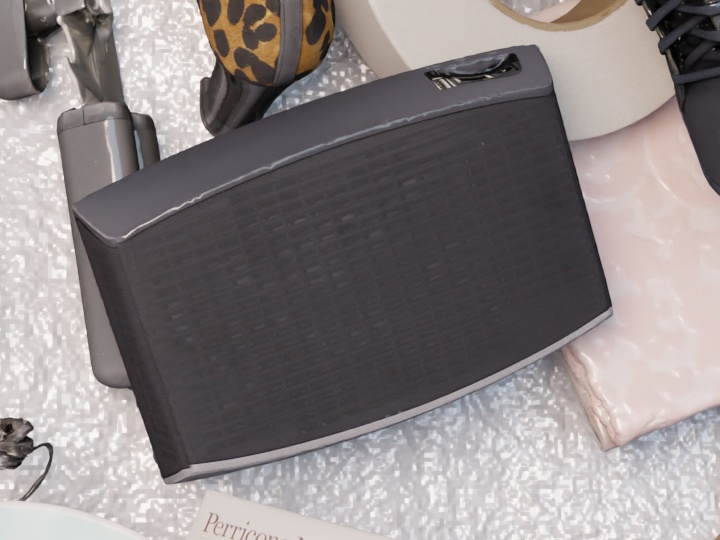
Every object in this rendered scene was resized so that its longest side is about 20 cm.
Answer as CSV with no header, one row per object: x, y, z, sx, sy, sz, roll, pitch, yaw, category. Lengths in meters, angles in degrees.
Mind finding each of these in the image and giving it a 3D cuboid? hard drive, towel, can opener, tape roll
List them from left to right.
-0.120,-0.046,0.853,0.066,0.053,0.201,-12,80,15,can opener
0.000,0.000,0.806,0.199,0.042,0.136,-20,106,-11,hard drive
0.074,-0.155,0.859,0.202,0.037,0.204,-1,92,-26,tape roll
0.147,-0.037,0.910,0.190,0.032,0.201,-20,73,-18,towel

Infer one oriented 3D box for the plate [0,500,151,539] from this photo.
-0.122,0.172,0.686,0.199,0.026,0.201,5,55,-7,plate

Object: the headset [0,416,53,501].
-0.138,0.156,0.770,0.123,0.094,0.201,4,85,-15,headset

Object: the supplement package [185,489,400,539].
-0.025,0.203,0.758,0.117,0.116,0.201,43,64,-47,supplement package

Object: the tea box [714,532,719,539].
0.165,0.240,0.773,0.196,0.134,0.200,34,106,-4,tea box

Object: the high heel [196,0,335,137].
-0.054,-0.165,0.839,0.071,0.143,0.201,-10,81,-17,high heel

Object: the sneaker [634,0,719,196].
0.109,-0.120,0.807,0.146,0.077,0.204,-4,85,-38,sneaker
